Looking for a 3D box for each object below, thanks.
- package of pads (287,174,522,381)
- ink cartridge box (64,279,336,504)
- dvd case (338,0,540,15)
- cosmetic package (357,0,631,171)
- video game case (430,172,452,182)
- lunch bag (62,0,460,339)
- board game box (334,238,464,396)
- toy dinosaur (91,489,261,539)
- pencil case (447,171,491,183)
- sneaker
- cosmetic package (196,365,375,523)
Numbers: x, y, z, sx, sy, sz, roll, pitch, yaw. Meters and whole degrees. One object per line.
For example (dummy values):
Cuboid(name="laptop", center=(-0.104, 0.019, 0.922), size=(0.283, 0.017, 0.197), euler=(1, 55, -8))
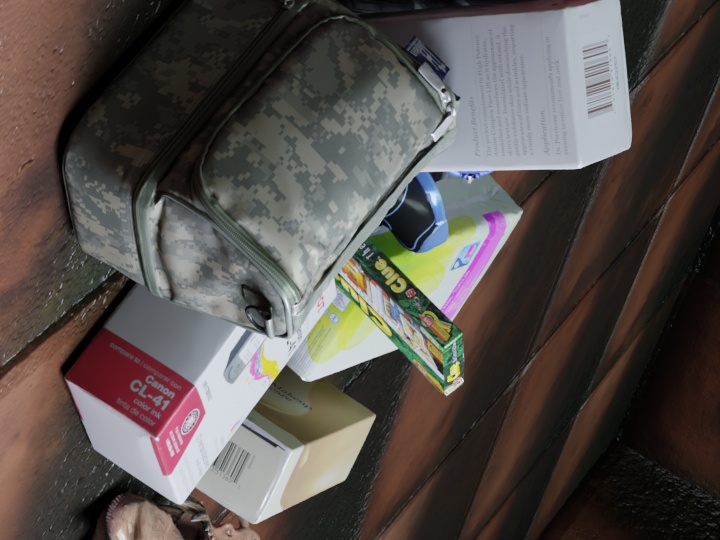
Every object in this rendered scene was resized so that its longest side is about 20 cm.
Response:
Cuboid(name="package of pads", center=(0.026, 0.004, 1.645), size=(0.199, 0.068, 0.155), euler=(-18, 149, -46))
Cuboid(name="ink cartridge box", center=(-0.107, 0.044, 1.378), size=(0.200, 0.085, 0.148), euler=(-52, 163, -18))
Cuboid(name="dvd case", center=(0.051, -0.180, 1.284), size=(0.200, 0.148, 0.016), euler=(61, 44, -61))
Cuboid(name="cosmetic package", center=(0.065, -0.116, 1.246), size=(0.074, 0.199, 0.102), euler=(-20, 108, -52))
Cuboid(name="video game case", center=(0.066, -0.130, 1.672), size=(0.182, 0.045, 0.200), euler=(-53, 164, -15))
Cuboid(name="lunch bag", center=(-0.055, -0.069, 1.175), size=(0.200, 0.167, 0.140), euler=(-51, 163, -28))
Cuboid(name="board game box", center=(0.000, 0.000, 1.417), size=(0.023, 0.200, 0.105), euler=(-41, 160, -10))
Cuboid(name="toy dinosaur", center=(-0.164, 0.212, 1.533), size=(0.136, 0.085, 0.200), euler=(-65, 151, -18))
Cuboid(name="pencil case", center=(0.068, -0.124, 1.469), size=(0.200, 0.077, 0.087), euler=(-117, -150, -72))
Cuboid(name="sneaker", center=(0.000, -0.074, 1.401), size=(0.078, 0.070, 0.201), euler=(-34, 134, -9))
Cuboid(name="cosmetic package", center=(-0.074, 0.136, 1.621), size=(0.071, 0.105, 0.200), euler=(-63, 166, 13))
